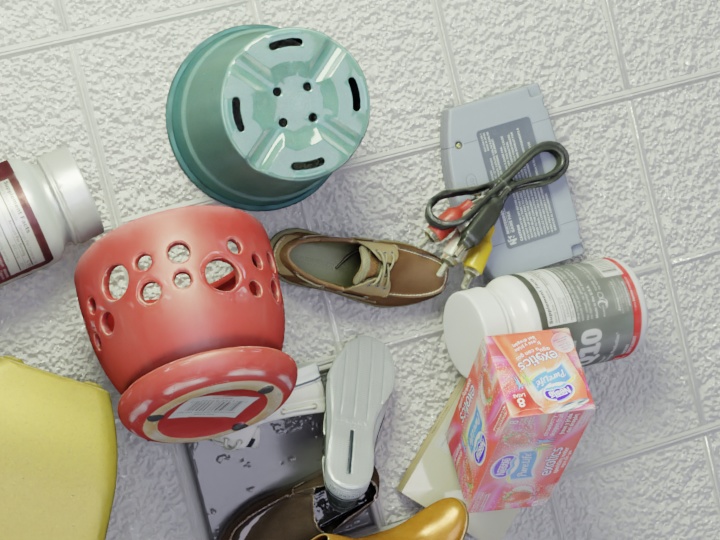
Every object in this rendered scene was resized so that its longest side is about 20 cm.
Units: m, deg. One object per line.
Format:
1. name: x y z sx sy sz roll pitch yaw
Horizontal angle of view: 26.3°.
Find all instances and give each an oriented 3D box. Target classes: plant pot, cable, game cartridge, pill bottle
1. plant pot: -0.167 0.062 1.514 0.200 0.200 0.183 -10 65 -14
2. plant pot: -0.336 0.193 1.514 0.194 0.195 0.200 20 79 -15
3. cable: 0.138 -0.078 1.676 0.097 0.050 0.200 43 69 -5
4. plant pot: -0.085 -0.161 1.559 0.200 0.196 0.201 0 91 -14
5. game cartridge: 0.162 -0.095 1.710 0.133 0.042 0.200 -17 96 -10
6. pill bottle: -0.365 -0.042 1.530 0.200 0.114 0.114 -24 98 -13
7. pill bottle: 0.199 0.055 1.668 0.200 0.114 0.114 -10 94 -24

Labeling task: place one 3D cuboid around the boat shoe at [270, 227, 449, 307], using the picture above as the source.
1. boat shoe: 0.000 0.000 1.648 0.200 0.074 0.076 6 90 -17

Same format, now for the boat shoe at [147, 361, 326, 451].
1. boat shoe: -0.129 0.157 1.626 0.200 0.071 0.070 -18 93 -20

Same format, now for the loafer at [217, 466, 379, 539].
1. loafer: -0.065 0.261 1.642 0.200 0.071 0.073 -34 99 -12

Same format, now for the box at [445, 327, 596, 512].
1. box: 0.162 0.158 1.599 0.095 0.200 0.103 -5 55 -15

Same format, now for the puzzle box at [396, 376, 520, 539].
1. puzzle box: 0.146 0.193 1.719 0.133 0.025 0.200 33 83 -13

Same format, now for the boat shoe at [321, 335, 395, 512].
1. boat shoe: -0.013 0.162 1.636 0.072 0.071 0.200 17 52 -5

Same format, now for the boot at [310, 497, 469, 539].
1. boot: 0.012 0.300 1.629 0.201 0.071 0.144 -48 134 5
